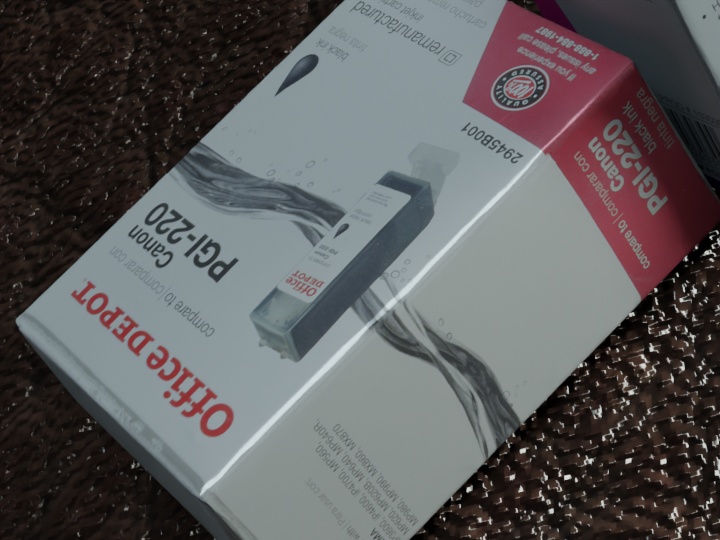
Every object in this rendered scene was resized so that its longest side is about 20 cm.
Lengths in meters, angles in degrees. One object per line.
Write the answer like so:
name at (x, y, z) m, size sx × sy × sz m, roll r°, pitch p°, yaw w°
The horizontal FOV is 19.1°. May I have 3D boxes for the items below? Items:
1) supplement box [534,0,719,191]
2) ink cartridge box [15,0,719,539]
supplement box at (0.103, -0.129, 0.693) m, size 0.103 × 0.200 × 0.101 m, roll -44°, pitch 40°, yaw -8°
ink cartridge box at (0.000, 0.000, 0.738) m, size 0.200 × 0.085 × 0.146 m, roll -46°, pitch 40°, yaw -8°
